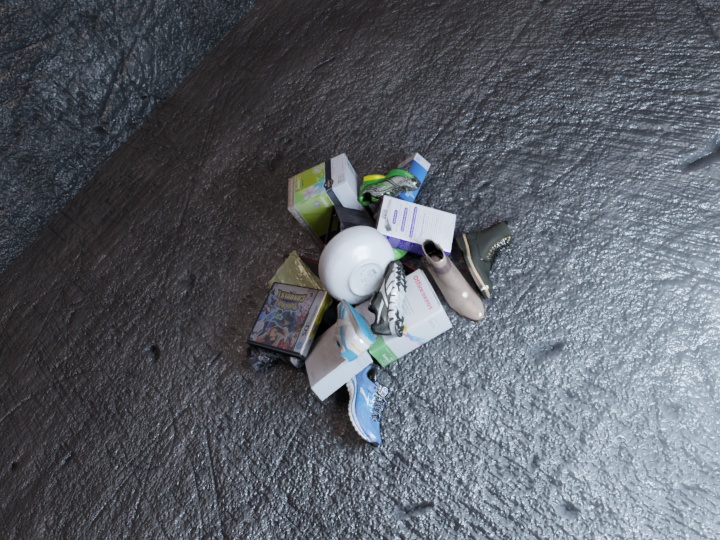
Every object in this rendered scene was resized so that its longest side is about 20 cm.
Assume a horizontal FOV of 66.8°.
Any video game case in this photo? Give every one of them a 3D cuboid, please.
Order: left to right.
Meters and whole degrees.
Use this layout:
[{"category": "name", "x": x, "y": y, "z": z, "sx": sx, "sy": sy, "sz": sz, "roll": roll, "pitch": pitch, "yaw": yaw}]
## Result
[{"category": "video game case", "x": -0.188, "y": 0.125, "z": 1.417, "sx": 0.197, "sy": 0.026, "sz": 0.183, "roll": 7, "pitch": 65, "yaw": 35}]

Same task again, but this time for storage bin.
[{"category": "storage bin", "x": -0.033, "y": -0.080, "z": 1.454, "sx": 0.092, "sy": 0.138, "sz": 0.201, "roll": 9, "pitch": 20, "yaw": -12}]

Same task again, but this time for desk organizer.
[{"category": "desk organizer", "x": -0.125, "y": 0.002, "z": 1.536, "sx": 0.198, "sy": 0.076, "sz": 0.073, "roll": 15, "pitch": 109, "yaw": 39}]

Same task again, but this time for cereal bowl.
[{"category": "cereal bowl", "x": 0.000, "y": 0.000, "z": 1.323, "sx": 0.199, "sy": 0.201, "sz": 0.084, "roll": -38, "pitch": 39, "yaw": 0}]

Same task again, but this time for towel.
[{"category": "towel", "x": -0.169, "y": 0.062, "z": 1.492, "sx": 0.201, "sy": 0.036, "sz": 0.149, "roll": 49, "pitch": 115, "yaw": 25}]

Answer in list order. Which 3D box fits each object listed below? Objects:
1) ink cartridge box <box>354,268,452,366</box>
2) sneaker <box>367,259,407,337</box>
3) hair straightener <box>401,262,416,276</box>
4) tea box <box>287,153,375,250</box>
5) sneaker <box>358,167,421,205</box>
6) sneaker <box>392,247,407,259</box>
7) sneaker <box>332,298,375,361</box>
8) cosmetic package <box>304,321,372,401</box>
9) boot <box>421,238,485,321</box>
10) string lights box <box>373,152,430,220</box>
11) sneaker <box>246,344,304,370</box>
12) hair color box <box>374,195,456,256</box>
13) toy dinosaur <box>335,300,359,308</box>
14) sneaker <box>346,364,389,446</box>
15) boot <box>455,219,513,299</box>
[{"category": "ink cartridge box", "x": 0.100, "y": 0.113, "z": 1.315, "sx": 0.198, "sy": 0.088, "sz": 0.147, "roll": -33, "pitch": 45, "yaw": 9}, {"category": "sneaker", "x": 0.058, "y": 0.064, "z": 1.271, "sx": 0.089, "sy": 0.067, "sz": 0.203, "roll": -9, "pitch": 55, "yaw": 22}, {"category": "hair straightener", "x": 0.080, "y": -0.004, "z": 1.439, "sx": 0.076, "sy": 0.041, "sz": 0.200, "roll": -29, "pitch": 42, "yaw": -19}, {"category": "tea box", "x": -0.083, "y": -0.195, "z": 1.593, "sx": 0.194, "sy": 0.201, "sz": 0.135, "roll": -21, "pitch": 47, "yaw": 16}, {"category": "sneaker", "x": 0.078, "y": -0.213, "z": 1.466, "sx": 0.197, "sy": 0.078, "sz": 0.087, "roll": -6, "pitch": 58, "yaw": 42}, {"category": "sneaker", "x": 0.106, "y": -0.082, "z": 1.470, "sx": 0.198, "sy": 0.078, "sz": 0.084, "roll": -33, "pitch": 3, "yaw": -18}, {"category": "sneaker", "x": -0.030, "y": 0.131, "z": 1.246, "sx": 0.081, "sy": 0.076, "sz": 0.200, "roll": -45, "pitch": 21, "yaw": 7}, {"category": "cosmetic package", "x": -0.061, "y": 0.205, "z": 1.322, "sx": 0.150, "sy": 0.052, "sz": 0.200, "roll": -36, "pitch": 21, "yaw": 1}, {"category": "boot", "x": 0.208, "y": 0.017, "z": 1.278, "sx": 0.070, "sy": 0.147, "sz": 0.200, "roll": -38, "pitch": 45, "yaw": -3}, {"category": "string lights box", "x": 0.119, "y": -0.228, "z": 1.564, "sx": 0.102, "sy": 0.059, "sz": 0.202, "roll": -22, "pitch": 37, "yaw": 59}, {"category": "sneaker", "x": -0.233, "y": 0.229, "z": 1.451, "sx": 0.114, "sy": 0.075, "sz": 0.199, "roll": -52, "pitch": 46, "yaw": -4}, {"category": "hair color box", "x": 0.138, "y": -0.108, "z": 1.400, "sx": 0.196, "sy": 0.065, "sz": 0.111, "roll": 16, "pitch": 67, "yaw": -4}, {"category": "toy dinosaur", "x": 0.005, "y": 0.070, "z": 1.429, "sx": 0.196, "sy": 0.061, "sz": 0.108, "roll": -6, "pitch": 52, "yaw": 29}, {"category": "sneaker", "x": 0.021, "y": 0.295, "z": 1.228, "sx": 0.088, "sy": 0.079, "sz": 0.202, "roll": -26, "pitch": 46, "yaw": 15}, {"category": "boot", "x": 0.317, "y": -0.037, "z": 1.308, "sx": 0.136, "sy": 0.078, "sz": 0.202, "roll": -22, "pitch": 48, "yaw": 10}]
